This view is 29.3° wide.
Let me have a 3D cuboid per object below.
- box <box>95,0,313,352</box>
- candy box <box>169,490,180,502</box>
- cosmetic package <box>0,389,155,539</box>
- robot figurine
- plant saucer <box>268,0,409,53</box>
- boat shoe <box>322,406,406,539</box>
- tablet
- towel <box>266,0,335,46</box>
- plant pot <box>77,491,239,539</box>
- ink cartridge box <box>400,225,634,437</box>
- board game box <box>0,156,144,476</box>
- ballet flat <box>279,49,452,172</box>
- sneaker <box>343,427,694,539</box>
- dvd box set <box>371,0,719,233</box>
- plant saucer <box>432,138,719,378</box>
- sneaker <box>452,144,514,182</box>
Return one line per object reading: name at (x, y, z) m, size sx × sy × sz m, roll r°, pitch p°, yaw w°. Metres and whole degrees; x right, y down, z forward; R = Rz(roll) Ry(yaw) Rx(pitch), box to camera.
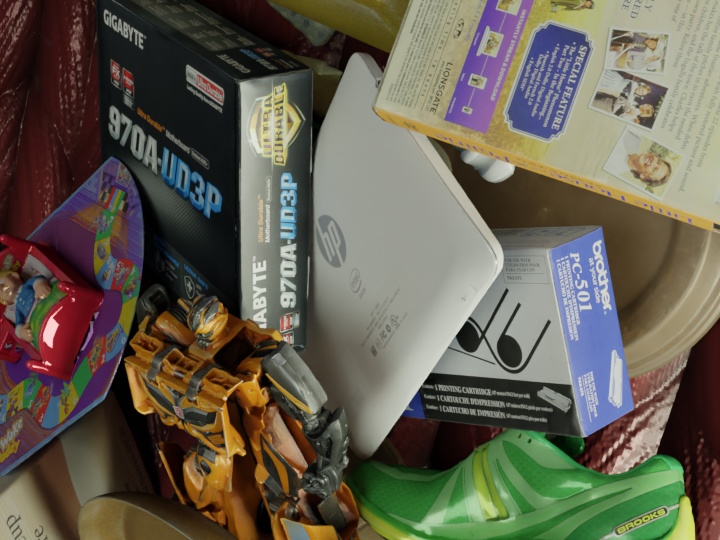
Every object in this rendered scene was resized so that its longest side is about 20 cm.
box at (-0.092, -0.061, 0.777) m, size 0.200 × 0.045 × 0.161 m, roll 38°, pitch 132°, yaw 50°
candy box at (-0.053, 0.229, 0.848) m, size 0.200 × 0.061 × 0.137 m, roll 44°, pitch 118°, yaw 21°
cosmetic package at (-0.227, 0.168, 0.860) m, size 0.086 × 0.200 × 0.104 m, roll 2°, pitch 123°, yaw 33°
robot figurine at (-0.059, 0.098, 0.714) m, size 0.144 × 0.058 × 0.202 m, roll 20°, pitch 140°, yaw 37°
plant saucer at (-0.015, -0.229, 0.726) m, size 0.199 × 0.048 × 0.202 m, roll 27°, pitch 114°, yaw 27°
boat shoe at (-0.035, 0.108, 0.817) m, size 0.201 × 0.072 × 0.065 m, roll 51°, pitch 145°, yaw 3°
tablet at (0.000, 0.000, 0.704) m, size 0.131 × 0.014 × 0.201 m, roll 58°, pitch 146°, yaw 21°
towel at (-0.036, -0.263, 0.782) m, size 0.200 × 0.034 × 0.193 m, roll 46°, pitch 122°, yaw 17°
plant pot at (-0.078, 0.196, 0.761) m, size 0.199 × 0.027 × 0.202 m, roll 30°, pitch 142°, yaw 26°
ink cartridge box at (0.047, 0.029, 0.724) m, size 0.199 × 0.044 × 0.095 m, roll 1°, pitch 106°, yaw 50°
board game box at (-0.197, 0.024, 0.815) m, size 0.199 × 0.039 × 0.160 m, roll -35°, pitch 48°, yaw 40°
ballet flat at (-0.020, -0.082, 0.772) m, size 0.200 × 0.069 × 0.070 m, roll 38°, pitch 118°, yaw 44°
sneaker at (0.082, 0.118, 0.717) m, size 0.198 × 0.074 × 0.085 m, roll 3°, pitch 75°, yaw 34°
dvd box set at (0.120, -0.105, 0.594) m, size 0.198 × 0.029 × 0.148 m, roll 19°, pitch 88°, yaw 16°
plant saucer at (0.107, -0.038, 0.720) m, size 0.198 × 0.029 × 0.203 m, roll 6°, pitch 101°, yaw 34°
sneaker at (0.088, -0.145, 0.648) m, size 0.081 × 0.075 × 0.201 m, roll 31°, pitch 89°, yaw -5°
